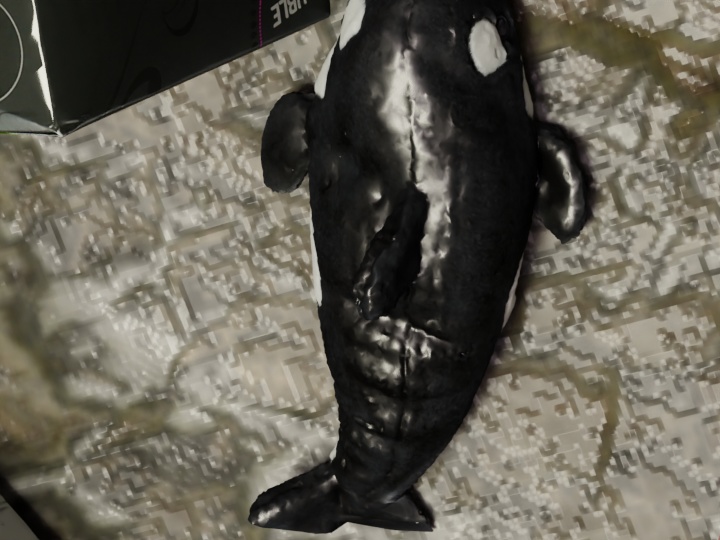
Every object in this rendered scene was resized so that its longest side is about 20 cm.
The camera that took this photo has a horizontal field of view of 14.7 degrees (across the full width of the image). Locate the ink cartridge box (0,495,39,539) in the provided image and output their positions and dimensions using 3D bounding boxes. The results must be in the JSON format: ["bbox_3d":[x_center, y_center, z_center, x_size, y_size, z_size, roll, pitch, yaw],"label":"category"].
[{"bbox_3d":[-0.173,0.141,0.951,0.200,0.084,0.145,48,113,7],"label":"ink cartridge box"}]

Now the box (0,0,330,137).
[{"bbox_3d":[-0.105,-0.151,0.793,0.124,0.148,0.200,3,109,31],"label":"box"}]

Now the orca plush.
[{"bbox_3d":[0.000,0.000,0.852,0.105,0.071,0.200,29,116,11],"label":"orca plush"}]

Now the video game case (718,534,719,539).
[{"bbox_3d":[0.157,0.146,0.837,0.143,0.017,0.200,26,107,25],"label":"video game case"}]
